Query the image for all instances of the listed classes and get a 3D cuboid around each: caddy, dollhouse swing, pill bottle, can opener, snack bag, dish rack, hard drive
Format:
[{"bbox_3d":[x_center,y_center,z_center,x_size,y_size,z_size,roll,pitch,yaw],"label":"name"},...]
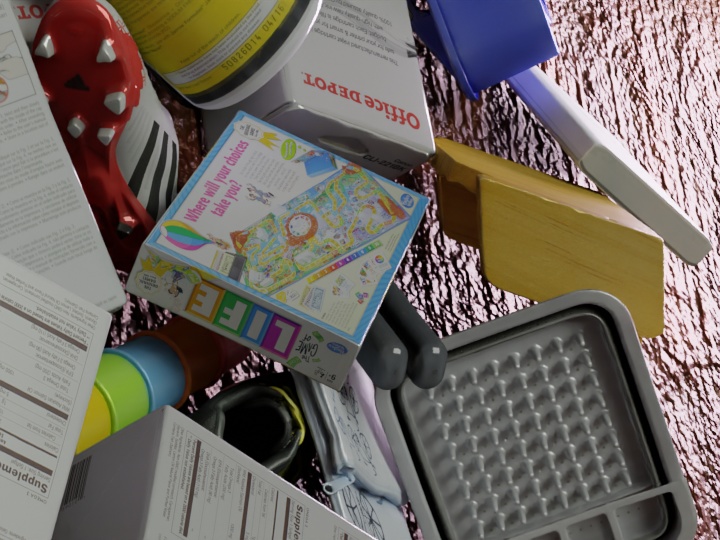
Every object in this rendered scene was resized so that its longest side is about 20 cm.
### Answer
[{"bbox_3d":[0.069,-0.222,1.720,0.142,0.105,0.201,-90,159,-64],"label":"caddy"},{"bbox_3d":[0.109,0.027,1.605,0.181,0.177,0.200,18,9,-10],"label":"dollhouse swing"},{"bbox_3d":[-0.123,-0.192,1.346,0.200,0.112,0.112,41,41,-27],"label":"pill bottle"},{"bbox_3d":[0.000,0.000,1.479,0.053,0.067,0.200,0,27,-23],"label":"can opener"},{"bbox_3d":[0.005,0.130,1.431,0.189,0.021,0.201,43,28,-72],"label":"snack bag"},{"bbox_3d":[0.111,0.114,1.510,0.044,0.171,0.201,-103,173,-70],"label":"dish rack"},{"bbox_3d":[0.179,-0.087,1.765,0.132,0.026,0.200,39,10,-27],"label":"hard drive"}]

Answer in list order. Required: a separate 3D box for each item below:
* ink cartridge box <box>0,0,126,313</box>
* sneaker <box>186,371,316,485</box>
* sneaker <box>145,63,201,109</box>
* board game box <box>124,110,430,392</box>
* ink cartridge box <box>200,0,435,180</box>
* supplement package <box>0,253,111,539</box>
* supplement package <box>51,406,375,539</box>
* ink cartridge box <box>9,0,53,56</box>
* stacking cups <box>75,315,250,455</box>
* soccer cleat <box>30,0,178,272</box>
[{"bbox_3d":[-0.228,-0.043,1.267,0.162,0.057,0.201,-26,93,-41],"label":"ink cartridge box"},{"bbox_3d":[-0.059,0.100,1.385,0.075,0.084,0.200,61,30,0],"label":"sneaker"},{"bbox_3d":[-0.135,-0.201,1.487,0.115,0.075,0.201,43,24,-58],"label":"sneaker"},{"bbox_3d":[-0.044,-0.017,1.391,0.134,0.034,0.200,26,29,1],"label":"board game box"},{"bbox_3d":[-0.039,-0.162,1.589,0.144,0.084,0.201,17,53,-44],"label":"ink cartridge box"},{"bbox_3d":[-0.238,0.091,1.093,0.150,0.151,0.201,31,61,-35],"label":"supplement package"},{"bbox_3d":[-0.085,0.202,1.223,0.200,0.152,0.151,36,43,-30],"label":"supplement package"},{"bbox_3d":[-0.217,-0.203,1.405,0.145,0.085,0.201,-14,80,-52],"label":"ink cartridge box"},{"bbox_3d":[-0.131,0.060,1.357,0.061,0.060,0.200,59,34,-2],"label":"stacking cups"},{"bbox_3d":[-0.143,-0.087,1.371,0.085,0.068,0.201,-70,156,-46],"label":"soccer cleat"}]
